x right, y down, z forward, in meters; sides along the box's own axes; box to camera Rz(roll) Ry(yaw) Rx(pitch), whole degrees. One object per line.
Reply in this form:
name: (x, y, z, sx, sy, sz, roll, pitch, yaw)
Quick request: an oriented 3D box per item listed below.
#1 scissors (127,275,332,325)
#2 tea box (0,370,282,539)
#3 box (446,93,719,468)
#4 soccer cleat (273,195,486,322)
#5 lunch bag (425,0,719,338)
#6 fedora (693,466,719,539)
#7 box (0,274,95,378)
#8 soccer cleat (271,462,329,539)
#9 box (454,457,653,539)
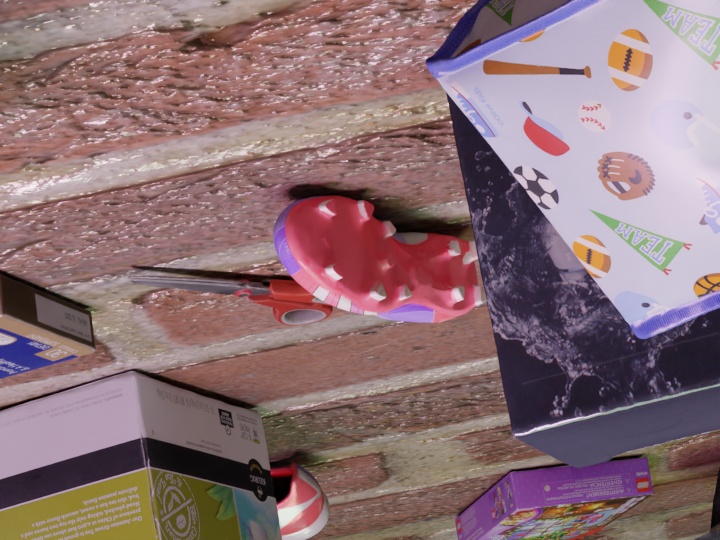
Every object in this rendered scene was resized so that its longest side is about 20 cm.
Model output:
scissors: (-0.060, 0.009, 1.576, 0.073, 0.014, 0.200, -16, 162, 29)
tea box: (-0.155, 0.195, 1.817, 0.133, 0.198, 0.200, -16, 163, 22)
box: (0.163, -0.026, 1.248, 0.196, 0.201, 0.117, -16, 163, 18)
soccer cleat: (0.000, 0.000, 1.491, 0.076, 0.067, 0.200, -14, 167, 32)
lunch bag: (0.162, -0.088, 1.067, 0.200, 0.124, 0.170, -23, 117, 44)
fedora: (0.392, 0.219, 2.414, 0.199, 0.092, 0.201, -9, 164, -3)
box: (-0.278, 0.051, 1.553, 0.199, 0.033, 0.121, -15, 164, 19)
soccer cleat: (-0.128, 0.198, 2.110, 0.199, 0.068, 0.073, -9, 141, 12)
box: (0.181, 0.225, 2.406, 0.136, 0.039, 0.200, -5, 163, -15)
